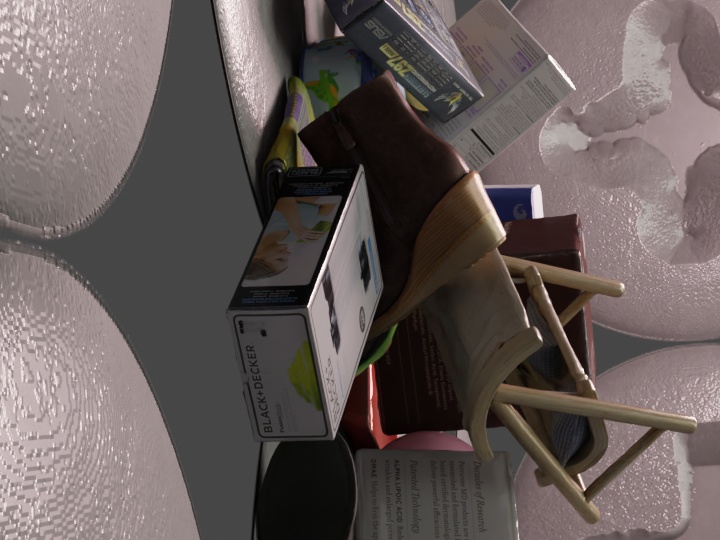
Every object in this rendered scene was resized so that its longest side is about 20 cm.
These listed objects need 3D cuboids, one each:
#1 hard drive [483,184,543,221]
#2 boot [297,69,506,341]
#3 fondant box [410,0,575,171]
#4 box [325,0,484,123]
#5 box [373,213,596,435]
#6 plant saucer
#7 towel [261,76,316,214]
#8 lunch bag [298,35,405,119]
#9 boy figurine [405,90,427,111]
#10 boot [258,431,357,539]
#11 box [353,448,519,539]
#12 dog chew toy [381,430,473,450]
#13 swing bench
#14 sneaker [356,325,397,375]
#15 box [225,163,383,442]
[{"bbox_3d":[0.089,-0.019,1.924,0.025,0.200,0.132,-28,115,-59],"label":"hard drive"},{"bbox_3d":[0.005,-0.045,1.518,0.166,0.200,0.072,52,32,0],"label":"boot"},{"bbox_3d":[0.096,-0.165,1.901,0.058,0.200,0.144,45,8,-38],"label":"fondant box"},{"bbox_3d":[0.019,-0.234,1.672,0.200,0.051,0.158,34,25,-55],"label":"box"},{"bbox_3d":[0.116,0.049,1.803,0.166,0.200,0.165,-60,144,-75],"label":"box"},{"bbox_3d":[0.005,0.093,1.833,0.200,0.037,0.200,69,18,-62],"label":"plant saucer"},{"bbox_3d":[-0.052,-0.062,1.554,0.200,0.023,0.144,-81,164,-62],"label":"towel"},{"bbox_3d":[-0.003,-0.133,1.749,0.200,0.082,0.161,-54,141,-77],"label":"lunch bag"},{"bbox_3d":[0.038,-0.233,1.886,0.124,0.064,0.200,94,-27,-42],"label":"boy figurine"},{"bbox_3d":[-0.033,0.216,1.423,0.174,0.069,0.200,68,22,-83],"label":"boot"},{"bbox_3d":[0.056,0.282,1.568,0.199,0.130,0.200,96,-6,-47],"label":"box"},{"bbox_3d":[0.068,0.215,1.777,0.200,0.124,0.125,46,40,-78],"label":"dog chew toy"},{"bbox_3d":[0.139,0.069,1.575,0.200,0.130,0.199,29,26,-31],"label":"swing bench"},{"bbox_3d":[0.000,0.000,1.659,0.077,0.084,0.200,-132,-122,-66],"label":"sneaker"},{"bbox_3d":[-0.037,0.021,1.389,0.200,0.060,0.117,-69,154,-56],"label":"box"}]
